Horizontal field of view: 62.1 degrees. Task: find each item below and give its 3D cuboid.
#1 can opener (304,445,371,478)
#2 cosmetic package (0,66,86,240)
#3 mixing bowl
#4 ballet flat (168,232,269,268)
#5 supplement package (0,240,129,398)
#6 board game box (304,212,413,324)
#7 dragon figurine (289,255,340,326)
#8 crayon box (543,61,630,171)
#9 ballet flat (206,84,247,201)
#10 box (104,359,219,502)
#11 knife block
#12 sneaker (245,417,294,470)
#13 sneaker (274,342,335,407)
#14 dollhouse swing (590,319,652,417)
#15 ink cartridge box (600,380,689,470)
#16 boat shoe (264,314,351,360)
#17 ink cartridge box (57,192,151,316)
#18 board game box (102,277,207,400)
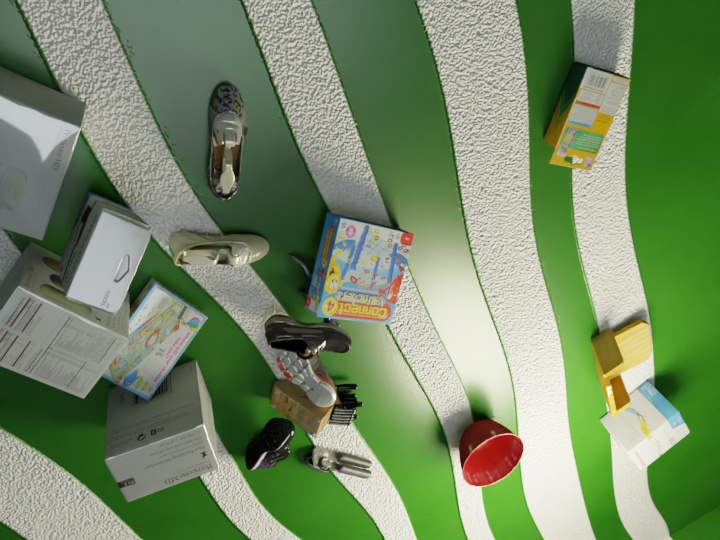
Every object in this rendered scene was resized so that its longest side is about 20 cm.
[{"bbox_3d":[-0.059,0.516,1.593,0.197,0.055,0.066,26,141,-33],"label":"can opener"},{"bbox_3d":[-0.547,-0.187,0.904,0.195,0.124,0.203,18,113,-31],"label":"cosmetic package"},{"bbox_3d":[0.356,0.502,1.706,0.193,0.109,0.206,-10,125,-15],"label":"mixing bowl"},{"bbox_3d":[-0.267,-0.032,1.148,0.193,0.070,0.071,0,121,-22],"label":"ballet flat"},{"bbox_3d":[-0.536,0.088,1.058,0.198,0.153,0.151,34,104,-34],"label":"supplement package"},{"bbox_3d":[0.000,0.000,1.234,0.195,0.055,0.203,8,100,-36],"label":"board game box"},{"bbox_3d":[-0.094,0.055,1.276,0.198,0.059,0.100,35,103,-36],"label":"dragon figurine"},{"bbox_3d":[0.475,-0.326,1.277,0.122,0.052,0.205,4,118,-24],"label":"crayon box"},{"bbox_3d":[-0.232,-0.214,1.048,0.070,0.072,0.206,-1,120,-21],"label":"ballet flat"},{"bbox_3d":[-0.405,0.322,1.227,0.193,0.201,0.134,-17,126,-11],"label":"box"},{"bbox_3d":[-0.096,0.303,1.434,0.175,0.196,0.065,-40,156,-54],"label":"knife block"},{"bbox_3d":[-0.198,0.415,1.440,0.086,0.078,0.200,14,136,-35],"label":"sneaker"},{"bbox_3d":[-0.125,0.219,1.366,0.076,0.082,0.203,-28,106,18],"label":"sneaker"},{"bbox_3d":[0.768,0.276,1.706,0.170,0.185,0.203,-16,128,14],"label":"dollhouse swing"},{"bbox_3d":[0.901,0.494,1.900,0.199,0.147,0.147,-41,127,7],"label":"ink cartridge box"},{"bbox_3d":[-0.113,0.156,1.277,0.193,0.075,0.075,12,138,-14],"label":"boat shoe"},{"bbox_3d":[-0.423,-0.034,0.976,0.082,0.198,0.149,24,90,-33],"label":"ink cartridge box"},{"bbox_3d":[-0.413,0.137,1.176,0.134,0.034,0.202,40,83,-36],"label":"board game box"}]
